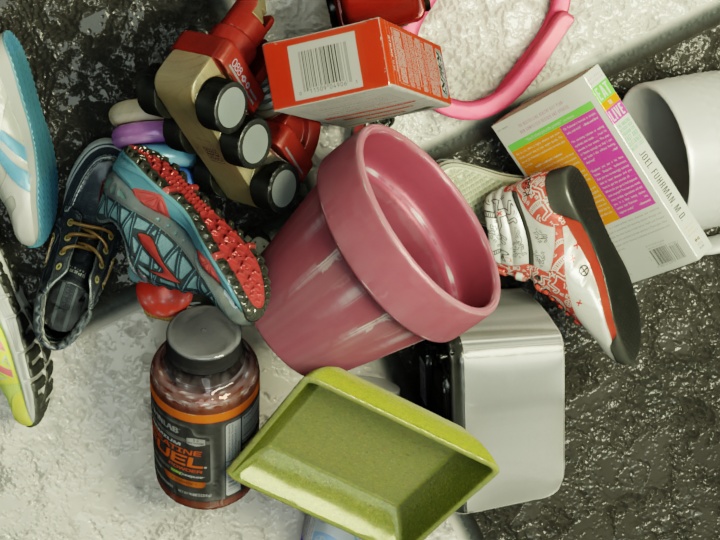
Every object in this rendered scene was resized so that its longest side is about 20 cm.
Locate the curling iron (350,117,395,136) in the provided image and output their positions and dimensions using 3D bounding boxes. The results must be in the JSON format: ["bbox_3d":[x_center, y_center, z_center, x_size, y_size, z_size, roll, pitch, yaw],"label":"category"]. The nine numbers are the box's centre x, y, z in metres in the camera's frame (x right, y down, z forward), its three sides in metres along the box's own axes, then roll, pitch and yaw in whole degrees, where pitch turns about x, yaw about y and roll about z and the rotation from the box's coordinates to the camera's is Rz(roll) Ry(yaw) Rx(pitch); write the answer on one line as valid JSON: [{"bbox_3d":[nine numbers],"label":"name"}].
[{"bbox_3d":[0.003,-0.091,1.524,0.049,0.026,0.202,14,102,2],"label":"curling iron"}]

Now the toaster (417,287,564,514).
[{"bbox_3d":[0.120,0.112,1.516,0.117,0.181,0.202,-5,106,-9],"label":"toaster"}]

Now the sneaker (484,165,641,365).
[{"bbox_3d":[0.189,0.003,1.478,0.107,0.067,0.203,-14,108,33],"label":"sneaker"}]

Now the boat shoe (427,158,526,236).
[{"bbox_3d":[0.141,-0.064,1.535,0.198,0.062,0.075,17,97,-27],"label":"boat shoe"}]

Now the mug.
[{"bbox_3d":[0.358,-0.101,1.520,0.174,0.148,0.202,-12,129,-17],"label":"mug"}]

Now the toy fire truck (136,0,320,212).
[{"bbox_3d":[-0.101,-0.183,1.422,0.201,0.128,0.176,-58,142,-21],"label":"toy fire truck"}]

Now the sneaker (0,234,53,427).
[{"bbox_3d":[-0.360,0.061,1.497,0.089,0.078,0.202,-17,100,5],"label":"sneaker"}]

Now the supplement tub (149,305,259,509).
[{"bbox_3d":[-0.148,0.128,1.482,0.106,0.108,0.201,-3,133,-7],"label":"supplement tub"}]

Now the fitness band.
[{"bbox_3d":[0.121,-0.243,1.501,0.143,0.037,0.201,35,96,-12],"label":"fitness band"}]

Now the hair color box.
[{"bbox_3d":[0.001,-0.174,1.392,0.110,0.200,0.065,-10,86,18],"label":"hair color box"}]

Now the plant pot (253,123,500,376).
[{"bbox_3d":[0.000,0.000,1.405,0.179,0.201,0.200,-36,107,25],"label":"plant pot"}]

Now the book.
[{"bbox_3d":[0.228,-0.083,1.464,0.048,0.133,0.201,-38,98,-33],"label":"book"}]

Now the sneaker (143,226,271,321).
[{"bbox_3d":[-0.117,0.003,1.517,0.198,0.076,0.089,-7,98,-15],"label":"sneaker"}]

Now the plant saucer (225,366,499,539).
[{"bbox_3d":[0.002,0.168,1.432,0.199,0.048,0.200,26,139,-12],"label":"plant saucer"}]

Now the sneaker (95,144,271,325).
[{"bbox_3d":[-0.160,-0.015,1.378,0.200,0.079,0.096,48,112,20],"label":"sneaker"}]

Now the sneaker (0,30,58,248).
[{"bbox_3d":[-0.337,-0.118,1.455,0.080,0.077,0.202,-12,99,4],"label":"sneaker"}]

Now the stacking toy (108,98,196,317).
[{"bbox_3d":[-0.189,-0.057,1.453,0.084,0.085,0.202,-3,88,-7],"label":"stacking toy"}]

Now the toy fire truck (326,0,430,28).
[{"bbox_3d":[0.017,-0.305,1.361,0.127,0.200,0.178,-13,96,2],"label":"toy fire truck"}]

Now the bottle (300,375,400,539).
[{"bbox_3d":[-0.004,0.209,1.580,0.083,0.065,0.202,12,102,-9],"label":"bottle"}]

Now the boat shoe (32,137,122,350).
[{"bbox_3d":[-0.260,-0.023,1.474,0.070,0.091,0.202,16,101,-11],"label":"boat shoe"}]
